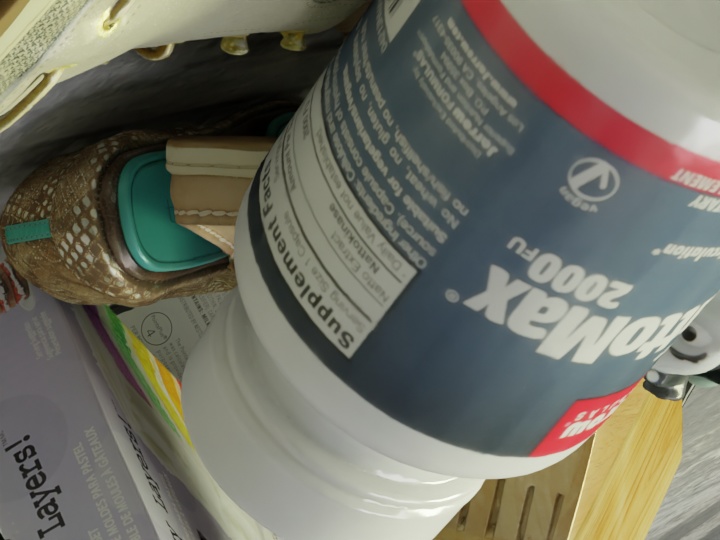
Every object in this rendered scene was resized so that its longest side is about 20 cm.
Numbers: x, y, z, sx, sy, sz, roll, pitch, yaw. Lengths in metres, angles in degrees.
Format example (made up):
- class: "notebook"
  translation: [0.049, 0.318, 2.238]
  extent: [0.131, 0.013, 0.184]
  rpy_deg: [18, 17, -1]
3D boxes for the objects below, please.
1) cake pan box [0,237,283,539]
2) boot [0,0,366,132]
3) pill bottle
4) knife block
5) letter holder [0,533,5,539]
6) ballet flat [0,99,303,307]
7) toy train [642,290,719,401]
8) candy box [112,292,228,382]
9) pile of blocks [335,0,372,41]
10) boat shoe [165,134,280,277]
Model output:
- class: "cake pan box"
  translation: [-0.063, 0.102, 0.908]
  extent: [0.052, 0.200, 0.184]
  rpy_deg: [-33, 140, 6]
- class: "boot"
  translation: [-0.076, -0.067, 0.678]
  extent: [0.200, 0.072, 0.155]
  rpy_deg: [-40, 165, 32]
- class: "pill bottle"
  translation: [0.036, -0.014, 0.731]
  extent: [0.120, 0.120, 0.200]
  rpy_deg: [-15, 150, -46]
- class: "knife block"
  translation: [0.069, 0.064, 0.911]
  extent: [0.176, 0.064, 0.200]
  rpy_deg: [0, 104, -68]
- class: "letter holder"
  translation: [-0.203, 0.112, 0.968]
  extent: [0.142, 0.101, 0.200]
  rpy_deg: [-25, 165, -11]
- class: "ballet flat"
  translation: [-0.051, -0.022, 0.922]
  extent: [0.065, 0.071, 0.200]
  rpy_deg: [-7, 176, 31]
- class: "toy train"
  translation: [0.138, -0.017, 0.843]
  extent: [0.200, 0.085, 0.114]
  rpy_deg: [-9, 121, -64]
- class: "candy box"
  translation: [0.016, 0.006, 1.100]
  extent: [0.200, 0.072, 0.168]
  rpy_deg: [-33, 165, 12]
- class: "pile of blocks"
  translation: [0.054, -0.096, 0.809]
  extent: [0.062, 0.082, 0.200]
  rpy_deg: [-24, 164, -24]
- class: "boat shoe"
  translation: [0.000, 0.000, 0.871]
  extent: [0.074, 0.069, 0.200]
  rpy_deg: [5, 174, 29]
